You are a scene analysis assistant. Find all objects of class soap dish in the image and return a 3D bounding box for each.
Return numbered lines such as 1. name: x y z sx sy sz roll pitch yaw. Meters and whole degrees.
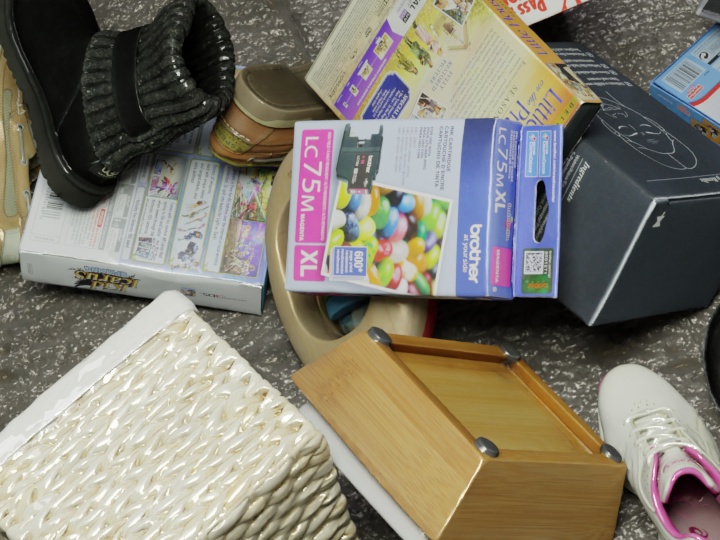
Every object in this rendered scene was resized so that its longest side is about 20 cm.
1. soap dish: 0.070 0.111 1.558 0.157 0.200 0.081 46 113 32

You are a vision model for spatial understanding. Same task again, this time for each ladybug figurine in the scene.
1. ladybug figurine: 0.000 0.000 1.697 0.136 0.072 0.201 -28 69 40

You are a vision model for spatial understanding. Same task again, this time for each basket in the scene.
1. basket: -0.122 0.160 1.548 0.200 0.198 0.161 -42 59 -17

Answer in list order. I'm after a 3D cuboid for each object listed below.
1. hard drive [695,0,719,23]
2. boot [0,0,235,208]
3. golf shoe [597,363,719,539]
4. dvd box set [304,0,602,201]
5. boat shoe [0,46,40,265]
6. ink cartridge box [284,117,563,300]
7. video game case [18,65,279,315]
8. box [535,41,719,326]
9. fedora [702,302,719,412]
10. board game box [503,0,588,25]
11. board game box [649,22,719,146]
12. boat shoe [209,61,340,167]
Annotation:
1. hard drive: 0.344 -0.235 1.806 0.135 0.042 0.200 21 43 16
2. boot: -0.174 -0.165 1.735 0.158 0.079 0.212 -37 60 32
3. golf shoe: 0.210 0.130 1.581 0.075 0.092 0.200 -21 53 -4
4. dvd box set: 0.060 -0.123 1.635 0.029 0.146 0.200 -6 46 -49
5. boat shoe: -0.267 -0.087 1.842 0.076 0.072 0.200 5 60 -8
6. ink cartridge box: 0.041 -0.041 1.597 0.200 0.042 0.120 2 87 33
7. video game case: -0.145 -0.070 1.796 0.181 0.045 0.200 8 56 3
8. box: 0.157 -0.065 1.678 0.148 0.107 0.200 -6 39 -48
9. fedora: 0.331 0.041 1.619 0.200 0.092 0.201 -5 55 7
10. board game box: 0.096 -0.199 1.780 0.151 0.200 0.046 -23 97 -6
11. board game box: 0.339 -0.126 1.772 0.151 0.037 0.200 -41 57 -19
12. boat shoe: -0.032 -0.111 1.773 0.200 0.068 0.072 1 43 -44
